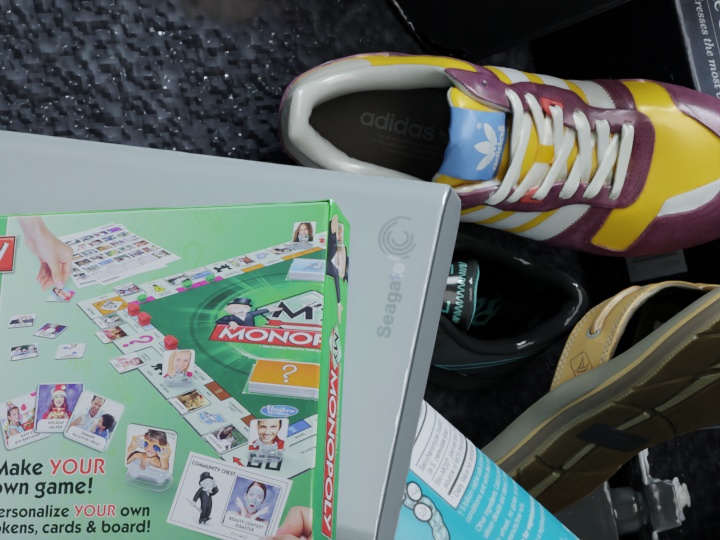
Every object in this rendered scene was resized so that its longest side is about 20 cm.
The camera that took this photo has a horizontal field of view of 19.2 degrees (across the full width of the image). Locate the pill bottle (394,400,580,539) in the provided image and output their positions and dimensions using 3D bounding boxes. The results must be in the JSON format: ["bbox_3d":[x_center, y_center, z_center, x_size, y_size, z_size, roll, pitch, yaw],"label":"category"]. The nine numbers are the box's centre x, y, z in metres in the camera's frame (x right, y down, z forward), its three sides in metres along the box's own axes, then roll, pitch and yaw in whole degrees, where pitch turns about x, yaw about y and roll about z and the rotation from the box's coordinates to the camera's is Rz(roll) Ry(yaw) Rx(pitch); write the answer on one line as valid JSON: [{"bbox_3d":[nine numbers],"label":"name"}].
[{"bbox_3d":[0.004,0.105,0.810,0.200,0.111,0.111,41,64,-8],"label":"pill bottle"}]

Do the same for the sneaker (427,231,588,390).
[{"bbox_3d":[0.000,0.000,0.851,0.199,0.079,0.076,10,78,-28],"label":"sneaker"}]

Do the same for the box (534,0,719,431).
[{"bbox_3d":[0.195,-0.045,0.958,0.181,0.104,0.202,-14,90,-32],"label":"box"}]

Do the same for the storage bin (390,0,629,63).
[{"bbox_3d":[0.075,-0.178,0.850,0.094,0.200,0.136,-42,104,-29],"label":"storage bin"}]

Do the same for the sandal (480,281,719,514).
[{"bbox_3d":[0.109,0.040,0.860,0.080,0.199,0.054,24,39,-50],"label":"sandal"}]

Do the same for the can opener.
[{"bbox_3d":[0.126,0.166,0.924,0.066,0.053,0.202,-13,87,3],"label":"can opener"}]

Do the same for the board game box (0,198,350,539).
[{"bbox_3d":[-0.104,0.047,0.726,0.029,0.198,0.136,52,39,-66],"label":"board game box"}]

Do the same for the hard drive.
[{"bbox_3d":[-0.073,0.022,0.756,0.026,0.198,0.133,51,49,-66],"label":"hard drive"}]

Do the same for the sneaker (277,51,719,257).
[{"bbox_3d":[0.065,-0.044,0.838,0.198,0.090,0.076,5,95,7],"label":"sneaker"}]
